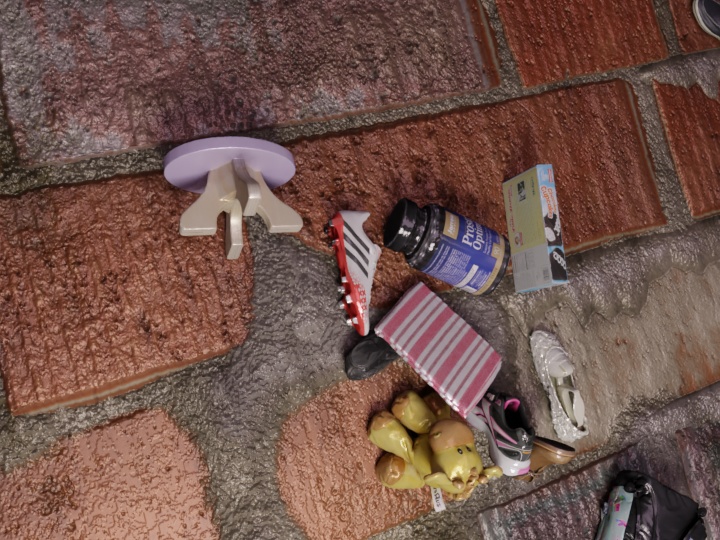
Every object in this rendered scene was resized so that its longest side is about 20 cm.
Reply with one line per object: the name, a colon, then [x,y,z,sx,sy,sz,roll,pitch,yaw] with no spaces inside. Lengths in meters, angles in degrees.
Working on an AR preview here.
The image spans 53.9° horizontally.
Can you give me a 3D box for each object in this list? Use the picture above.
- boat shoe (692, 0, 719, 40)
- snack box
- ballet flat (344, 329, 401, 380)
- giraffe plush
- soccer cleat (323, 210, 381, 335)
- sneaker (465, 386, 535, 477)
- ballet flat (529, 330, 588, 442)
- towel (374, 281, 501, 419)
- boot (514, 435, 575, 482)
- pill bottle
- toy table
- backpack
boat shoe: [0.805,-0.533,1.540,0.199,0.062,0.075,39,72,-10]
snack box: [0.304,-0.071,1.243,0.036,0.116,0.206,-3,83,-21]
ballet flat: [0.053,0.116,1.162,0.197,0.057,0.067,-24,68,-28]
giraffe plush: [0.122,0.286,1.090,0.170,0.162,0.203,-30,92,-22]
soccer cleat: [0.000,0.000,1.143,0.083,0.069,0.205,-11,81,-17]
sneaker: [0.225,0.225,1.131,0.078,0.201,0.088,2,122,-27]
ballet flat: [0.359,0.200,1.248,0.070,0.072,0.205,-15,86,-22]
towel: [0.126,0.123,1.136,0.200,0.030,0.146,43,45,7]
boot: [0.285,0.304,1.131,0.072,0.200,0.077,19,77,-2]
pill bottle: [0.141,-0.042,1.179,0.196,0.112,0.115,22,74,-16]
toy table: [-0.184,-0.110,1.044,0.194,0.185,0.120,-8,67,-13]
backpack: [0.485,0.469,1.220,0.164,0.127,0.204,25,74,-3]
